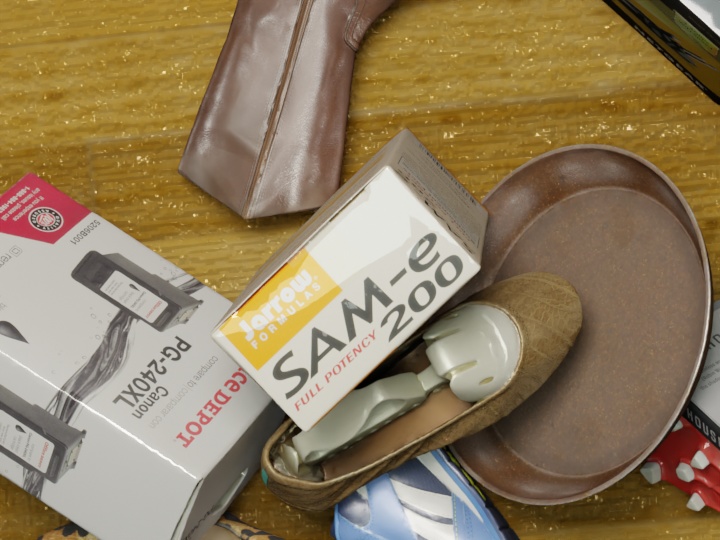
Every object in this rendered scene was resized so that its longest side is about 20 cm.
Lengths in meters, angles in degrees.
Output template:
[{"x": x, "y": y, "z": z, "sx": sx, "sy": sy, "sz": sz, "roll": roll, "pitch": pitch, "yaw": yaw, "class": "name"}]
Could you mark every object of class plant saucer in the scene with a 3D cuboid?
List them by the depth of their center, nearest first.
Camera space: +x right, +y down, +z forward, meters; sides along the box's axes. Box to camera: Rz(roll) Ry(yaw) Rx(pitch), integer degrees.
[{"x": 0.119, "y": 0.032, "z": 1.299, "sx": 0.199, "sy": 0.034, "sz": 0.202, "roll": -16, "pitch": 67, "yaw": 40, "class": "plant saucer"}]

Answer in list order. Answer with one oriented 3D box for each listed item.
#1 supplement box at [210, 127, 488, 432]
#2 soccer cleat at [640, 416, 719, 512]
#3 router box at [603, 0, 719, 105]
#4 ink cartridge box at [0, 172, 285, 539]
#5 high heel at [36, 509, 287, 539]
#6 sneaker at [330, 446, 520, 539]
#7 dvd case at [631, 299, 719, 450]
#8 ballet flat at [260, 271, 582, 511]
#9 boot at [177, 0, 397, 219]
[{"x": 0.000, "y": 0.000, "z": 1.254, "sx": 0.126, "sy": 0.200, "sz": 0.074, "roll": -43, "pitch": 94, "yaw": 10, "class": "supplement box"}, {"x": 0.224, "y": 0.104, "z": 1.316, "sx": 0.200, "sy": 0.069, "sz": 0.085, "roll": 39, "pitch": 56, "yaw": 21, "class": "soccer cleat"}, {"x": 0.147, "y": -0.187, "z": 1.301, "sx": 0.200, "sy": 0.157, "sz": 0.052, "roll": 43, "pitch": 89, "yaw": 8, "class": "router box"}, {"x": -0.147, "y": 0.055, "z": 1.302, "sx": 0.199, "sy": 0.145, "sz": 0.084, "roll": 32, "pitch": 126, "yaw": 7, "class": "ink cartridge box"}, {"x": -0.093, "y": 0.165, "z": 1.294, "sx": 0.198, "sy": 0.143, "sz": 0.072, "roll": 9, "pitch": 86, "yaw": 6, "class": "high heel"}, {"x": 0.034, "y": 0.146, "z": 1.323, "sx": 0.082, "sy": 0.074, "sz": 0.200, "roll": -40, "pitch": 75, "yaw": 1, "class": "sneaker"}, {"x": 0.262, "y": 0.069, "z": 1.253, "sx": 0.150, "sy": 0.025, "sz": 0.200, "roll": -26, "pitch": 43, "yaw": -19, "class": "dvd case"}, {"x": 0.028, "y": 0.063, "z": 1.261, "sx": 0.199, "sy": 0.072, "sz": 0.068, "roll": -30, "pitch": 73, "yaw": 9, "class": "ballet flat"}, {"x": 0.001, "y": -0.115, "z": 1.355, "sx": 0.185, "sy": 0.064, "sz": 0.202, "roll": 13, "pitch": 85, "yaw": 14, "class": "boot"}]
